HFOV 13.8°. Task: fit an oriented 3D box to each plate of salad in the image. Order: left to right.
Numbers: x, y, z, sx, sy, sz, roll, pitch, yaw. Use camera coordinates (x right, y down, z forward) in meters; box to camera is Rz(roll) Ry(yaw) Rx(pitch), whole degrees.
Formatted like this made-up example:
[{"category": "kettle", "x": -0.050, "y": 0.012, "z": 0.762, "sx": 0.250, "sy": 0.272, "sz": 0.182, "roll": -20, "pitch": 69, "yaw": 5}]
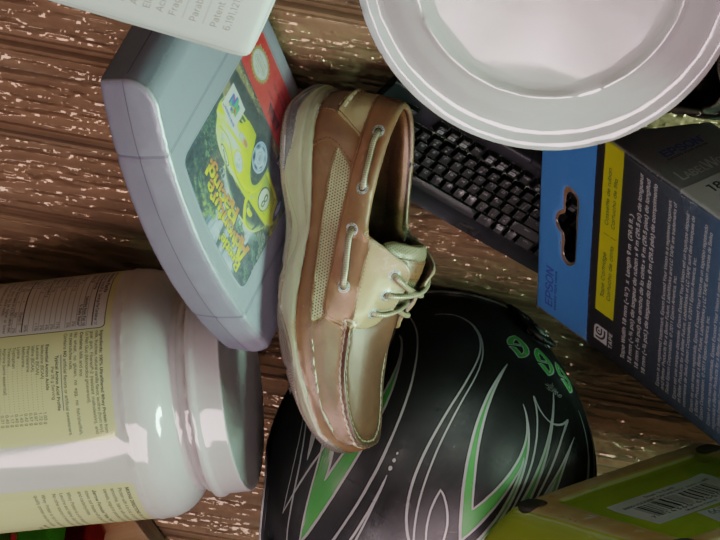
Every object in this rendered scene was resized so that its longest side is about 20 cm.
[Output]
[{"category": "plate of salad", "x": 0.096, "y": -0.161, "z": 1.508, "sx": 0.199, "sy": 0.048, "sz": 0.201, "roll": 1, "pitch": 105, "yaw": 3}]

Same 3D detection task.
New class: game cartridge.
[{"category": "game cartridge", "x": -0.073, "y": -0.059, "z": 1.576, "sx": 0.041, "sy": 0.133, "sz": 0.200, "roll": 6, "pitch": 139, "yaw": 30}]

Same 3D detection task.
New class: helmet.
[{"category": "helmet", "x": 0.039, "y": 0.128, "z": 1.705, "sx": 0.199, "sy": 0.191, "sz": 0.200, "roll": 2, "pitch": 133, "yaw": 2}]

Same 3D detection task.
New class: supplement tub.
[{"category": "supplement tub", "x": -0.164, "y": 0.075, "z": 1.700, "sx": 0.199, "sy": 0.145, "sz": 0.145, "roll": -6, "pitch": 133, "yaw": 9}]

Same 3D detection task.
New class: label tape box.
[{"category": "label tape box", "x": 0.183, "y": 0.002, "z": 1.586, "sx": 0.063, "sy": 0.200, "sz": 0.145, "roll": -24, "pitch": 134, "yaw": -28}]

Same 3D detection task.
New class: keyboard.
[{"category": "keyboard", "x": 0.095, "y": -0.056, "z": 1.648, "sx": 0.200, "sy": 0.021, "sz": 0.127, "roll": 28, "pitch": 129, "yaw": -23}]

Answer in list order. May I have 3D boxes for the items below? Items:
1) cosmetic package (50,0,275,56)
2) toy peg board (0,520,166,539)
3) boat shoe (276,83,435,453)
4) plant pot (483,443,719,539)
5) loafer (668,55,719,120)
[{"category": "cosmetic package", "x": -0.115, "y": -0.234, "z": 1.389, "sx": 0.199, "sy": 0.168, "sz": 0.167, "roll": 15, "pitch": 133, "yaw": -12}, {"category": "toy peg board", "x": -0.226, "y": 0.214, "z": 1.868, "sx": 0.200, "sy": 0.098, "sz": 0.199, "roll": -17, "pitch": 130, "yaw": 19}, {"category": "boat shoe", "x": 0.000, "y": 0.000, "z": 1.597, "sx": 0.072, "sy": 0.076, "sz": 0.201, "roll": 0, "pitch": 97, "yaw": 24}, {"category": "plant pot", "x": 0.184, "y": 0.203, "z": 1.598, "sx": 0.200, "sy": 0.199, "sz": 0.182, "roll": -16, "pitch": 106, "yaw": -33}, {"category": "loafer", "x": 0.173, "y": -0.103, "z": 1.568, "sx": 0.199, "sy": 0.063, "sz": 0.072, "roll": 2, "pitch": 134, "yaw": 1}]
